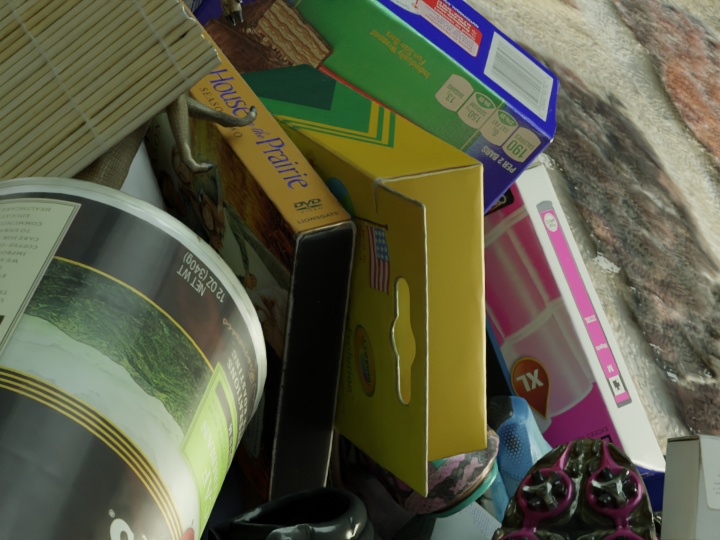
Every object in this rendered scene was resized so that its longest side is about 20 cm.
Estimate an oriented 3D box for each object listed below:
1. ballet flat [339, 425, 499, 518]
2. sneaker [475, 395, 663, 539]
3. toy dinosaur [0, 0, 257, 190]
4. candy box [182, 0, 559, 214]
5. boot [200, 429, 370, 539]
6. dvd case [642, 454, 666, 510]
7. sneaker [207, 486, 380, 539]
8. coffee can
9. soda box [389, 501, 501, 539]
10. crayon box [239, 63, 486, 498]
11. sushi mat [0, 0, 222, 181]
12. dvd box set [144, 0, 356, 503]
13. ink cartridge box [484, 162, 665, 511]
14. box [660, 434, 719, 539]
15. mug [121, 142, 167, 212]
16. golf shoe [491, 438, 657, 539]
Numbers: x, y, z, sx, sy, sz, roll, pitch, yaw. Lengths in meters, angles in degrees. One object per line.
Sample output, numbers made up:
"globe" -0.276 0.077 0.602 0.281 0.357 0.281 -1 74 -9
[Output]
"ballet flat" 0.017 0.064 1.260 0.071 0.069 0.200 54 -3 -8
"sneaker" 0.121 0.128 1.308 0.200 0.090 0.078 53 19 -28
"toy dinosaur" -0.099 -0.101 1.081 0.058 0.101 0.200 103 -24 -72
"candy box" -0.031 -0.059 1.303 0.169 0.200 0.077 37 28 -11
"boot" -0.062 0.066 1.212 0.097 0.075 0.200 21 35 -44
"dvd case" 0.211 0.188 1.396 0.200 0.025 0.150 49 -6 13
"sneaker" -0.048 0.155 1.024 0.200 0.071 0.099 -43 120 -46
"coffee can" -0.128 0.082 0.958 0.146 0.146 0.200 37 38 -13
"soda box" 0.025 0.176 1.172 0.063 0.068 0.200 40 25 -8
"crayon box" 0.000 0.000 1.129 0.051 0.127 0.200 -10 23 -23
"sushi mat" -0.157 -0.058 1.059 0.096 0.200 0.012 53 2 13
"dvd box set" -0.063 -0.015 1.161 0.029 0.146 0.200 -11 41 -24
"ink cartridge box" 0.085 0.055 1.352 0.037 0.095 0.200 -20 86 -53
"box" 0.215 0.183 1.269 0.156 0.041 0.200 6 82 -17
"mug" -0.159 0.000 1.141 0.153 0.187 0.149 61 -3 16
"golf shoe" 0.092 0.172 1.130 0.092 0.073 0.200 51 40 -67
